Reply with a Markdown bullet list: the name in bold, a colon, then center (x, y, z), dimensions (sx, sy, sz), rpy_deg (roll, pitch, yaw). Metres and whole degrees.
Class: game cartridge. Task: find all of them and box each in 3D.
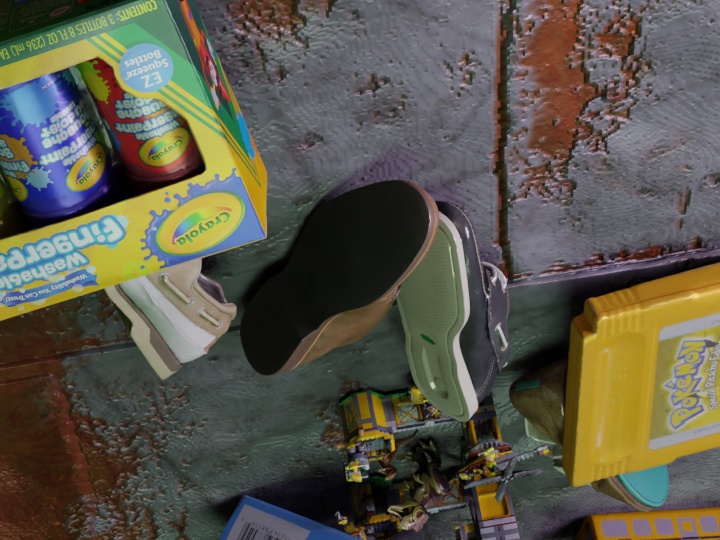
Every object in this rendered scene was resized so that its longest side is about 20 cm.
- **game cartridge**: center (0.243, 0.068, 1.623), dimensions (0.199, 0.033, 0.177), rpy_deg (-15, 136, -13)

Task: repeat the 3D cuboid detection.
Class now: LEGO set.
- **LEGO set**: center (0.056, 0.175, 1.700), dimensions (0.153, 0.116, 0.201), rpy_deg (-5, 146, -9)

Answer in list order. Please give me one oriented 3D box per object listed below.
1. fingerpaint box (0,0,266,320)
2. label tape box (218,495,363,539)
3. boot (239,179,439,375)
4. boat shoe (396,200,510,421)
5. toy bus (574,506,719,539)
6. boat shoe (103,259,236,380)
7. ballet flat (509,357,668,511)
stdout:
- **fingerpaint box**: center (-0.171, -0.072, 1.264), dimensions (0.199, 0.074, 0.168), rpy_deg (-16, 123, 8)
- **label tape box**: center (-0.012, 0.263, 1.796), dimensions (0.143, 0.066, 0.200), rpy_deg (17, 158, 32)
- **boot**: center (0.000, 0.000, 1.490), dimensions (0.075, 0.074, 0.200), rpy_deg (-7, 156, -40)
- **boat shoe**: center (0.066, 0.017, 1.539), dimensions (0.068, 0.072, 0.201), rpy_deg (-40, 146, -23)
- **toy bus**: center (0.247, 0.246, 1.896), dimensions (0.199, 0.079, 0.065), rpy_deg (-2, 146, -14)
- **boat shoe**: center (-0.138, -0.013, 1.422), dimensions (0.068, 0.075, 0.200), rpy_deg (-32, 144, -4)
- **ballet flat**: center (0.168, 0.127, 1.722), dimensions (0.072, 0.068, 0.200), rpy_deg (-5, 152, 29)
